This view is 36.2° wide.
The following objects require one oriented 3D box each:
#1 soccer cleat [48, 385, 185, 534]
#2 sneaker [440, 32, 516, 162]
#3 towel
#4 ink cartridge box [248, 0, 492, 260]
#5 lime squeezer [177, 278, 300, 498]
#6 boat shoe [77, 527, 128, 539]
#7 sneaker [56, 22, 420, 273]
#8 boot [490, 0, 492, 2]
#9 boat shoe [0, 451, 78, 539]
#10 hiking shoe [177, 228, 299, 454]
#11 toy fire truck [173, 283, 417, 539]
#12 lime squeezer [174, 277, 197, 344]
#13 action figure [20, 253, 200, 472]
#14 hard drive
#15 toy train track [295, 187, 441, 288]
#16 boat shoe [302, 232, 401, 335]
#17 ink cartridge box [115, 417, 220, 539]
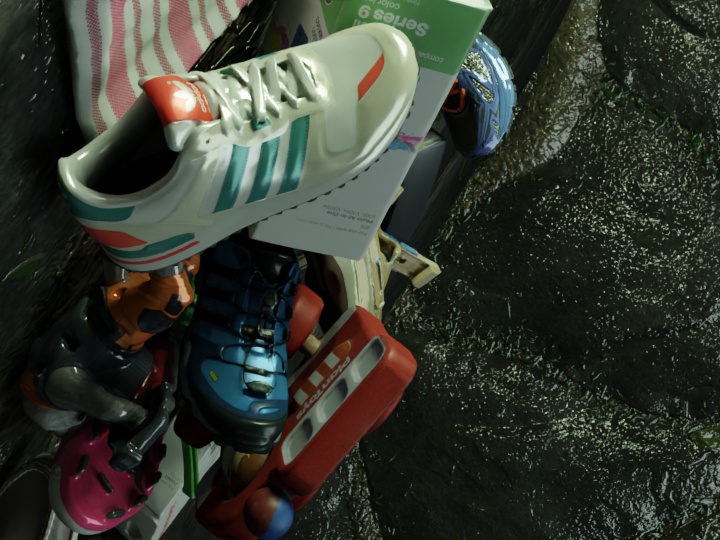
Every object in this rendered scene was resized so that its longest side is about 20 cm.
[{"bbox_3d":[-0.181,0.124,0.781,0.086,0.070,0.200,-25,-162,21],"label":"soccer cleat"},{"bbox_3d":[0.061,-0.179,0.893,0.078,0.200,0.075,-14,169,-33],"label":"sneaker"},{"bbox_3d":[-0.077,-0.160,0.556,0.200,0.030,0.146,-55,172,-25],"label":"towel"},{"bbox_3d":[-0.008,-0.128,0.697,0.146,0.087,0.200,-99,-153,-46],"label":"ink cartridge box"},{"bbox_3d":[-0.120,0.077,0.879,0.038,0.071,0.200,15,105,-51],"label":"lime squeezer"},{"bbox_3d":[-0.252,0.229,0.900,0.074,0.076,0.200,-52,164,-7],"label":"boat shoe"},{"bbox_3d":[-0.061,-0.073,0.557,0.199,0.070,0.093,-29,157,2],"label":"sneaker"},{"bbox_3d":[0.094,-0.269,0.761,0.158,0.079,0.212,131,-31,-68],"label":"boot"},{"bbox_3d":[-0.263,0.221,0.772,0.200,0.072,0.060,-61,163,2],"label":"boat shoe"},{"bbox_3d":[-0.078,0.027,0.732,0.200,0.074,0.087,-101,-149,-44],"label":"hiking shoe"},{"bbox_3d":[-0.047,0.111,0.781,0.200,0.112,0.168,-48,-166,4],"label":"toy fire truck"},{"bbox_3d":[-0.159,0.046,0.913,0.071,0.038,0.200,-3,133,-41],"label":"lime squeezer"},{"bbox_3d":[-0.154,0.021,0.704,0.194,0.104,0.200,-53,-158,11],"label":"action figure"},{"bbox_3d":[-0.006,-0.081,0.982,0.042,0.135,0.200,-39,163,-34],"label":"hard drive"},{"bbox_3d":[0.014,-0.015,0.943,0.115,0.033,0.200,-37,147,19],"label":"toy train track"},{"bbox_3d":[0.000,0.000,0.867,0.076,0.072,0.200,-29,140,-18],"label":"boat shoe"},{"bbox_3d":[-0.167,0.149,1.021,0.200,0.083,0.147,-54,176,-32],"label":"ink cartridge box"}]
